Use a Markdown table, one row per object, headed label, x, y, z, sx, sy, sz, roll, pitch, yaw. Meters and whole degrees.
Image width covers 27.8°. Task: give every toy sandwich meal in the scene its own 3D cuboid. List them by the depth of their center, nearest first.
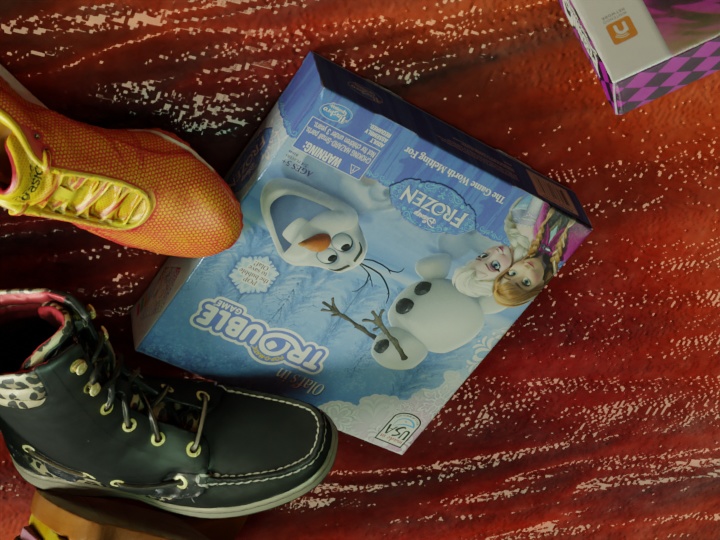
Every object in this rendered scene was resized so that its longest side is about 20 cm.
| label | x | y | z | sx | sy | sz | roll | pitch | yaw |
| --- | --- | --- | --- | --- | --- | --- | --- | --- | --- |
| toy sandwich meal | -0.117 | 0.179 | 0.899 | 0.203 | 0.205 | 0.071 | 9 | 92 | -22 |

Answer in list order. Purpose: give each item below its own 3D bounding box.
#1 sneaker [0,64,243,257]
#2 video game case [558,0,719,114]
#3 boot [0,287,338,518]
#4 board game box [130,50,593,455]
| label | x | y | z | sx | sy | sz | roll | pitch | yaw |
| --- | --- | --- | --- | --- | --- | --- | --- | --- | --- |
| sneaker | -0.152 | -0.046 | 0.742 | 0.199 | 0.077 | 0.073 | 22 | 121 | -21 |
| video game case | 0.171 | -0.189 | 0.669 | 0.198 | 0.183 | 0.036 | -23 | 154 | 5 |
| boot | -0.122 | 0.074 | 0.806 | 0.201 | 0.074 | 0.154 | 1 | 149 | 12 |
| board game box | 0.000 | 0.000 | 0.854 | 0.199 | 0.044 | 0.199 | 24 | 118 | -28 |
